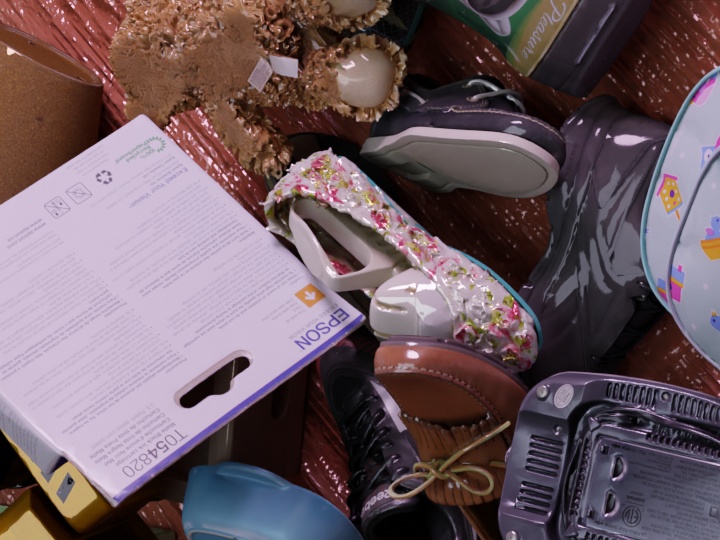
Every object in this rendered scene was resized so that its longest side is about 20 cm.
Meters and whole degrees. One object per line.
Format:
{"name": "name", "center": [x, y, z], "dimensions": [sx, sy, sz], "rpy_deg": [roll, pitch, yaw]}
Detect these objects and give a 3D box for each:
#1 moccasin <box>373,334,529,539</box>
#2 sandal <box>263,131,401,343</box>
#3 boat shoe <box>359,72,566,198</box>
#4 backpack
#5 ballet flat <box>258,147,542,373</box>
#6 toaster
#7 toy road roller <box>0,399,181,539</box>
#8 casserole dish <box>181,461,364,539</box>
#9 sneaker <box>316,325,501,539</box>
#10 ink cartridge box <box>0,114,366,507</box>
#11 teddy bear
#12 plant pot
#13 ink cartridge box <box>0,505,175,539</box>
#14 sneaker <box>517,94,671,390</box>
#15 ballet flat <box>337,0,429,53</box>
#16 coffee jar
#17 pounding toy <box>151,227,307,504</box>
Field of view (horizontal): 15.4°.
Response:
{"name": "moccasin", "center": [0.061, 0.103, 1.470], "dimensions": [0.073, 0.202, 0.078], "rpy_deg": [7, 59, 28]}
{"name": "sandal", "center": [0.000, 0.001, 1.603], "dimensions": [0.202, 0.079, 0.057], "rpy_deg": [58, 140, 19]}
{"name": "boat shoe", "center": [0.061, -0.083, 1.505], "dimensions": [0.068, 0.072, 0.200], "rpy_deg": [-61, 21, -7]}
{"name": "backpack", "center": [0.237, -0.017, 1.350], "dimensions": [0.200, 0.153, 0.177], "rpy_deg": [36, 123, 35]}
{"name": "ballet flat", "center": [0.016, 0.005, 1.501], "dimensions": [0.200, 0.064, 0.076], "rpy_deg": [39, 140, 36]}
{"name": "toaster", "center": [0.180, 0.121, 1.399], "dimensions": [0.199, 0.129, 0.114], "rpy_deg": [10, 89, 32]}
{"name": "toy road roller", "center": [-0.157, 0.124, 1.578], "dimensions": [0.146, 0.123, 0.200], "rpy_deg": [-40, 82, 16]}
{"name": "casserole dish", "center": [-0.040, 0.187, 1.597], "dimensions": [0.121, 0.039, 0.200], "rpy_deg": [11, 147, 32]}
{"name": "sneaker", "center": [0.025, 0.114, 1.578], "dimensions": [0.071, 0.098, 0.201], "rpy_deg": [-50, 63, 34]}
{"name": "ink cartridge box", "center": [-0.133, 0.027, 1.520], "dimensions": [0.200, 0.199, 0.041], "rpy_deg": [42, 148, 22]}
{"name": "teddy bear", "center": [-0.054, -0.133, 1.568], "dimensions": [0.199, 0.067, 0.146], "rpy_deg": [-25, 95, 39]}
{"name": "plant pot", "center": [-0.254, -0.056, 1.763], "dimensions": [0.186, 0.186, 0.201], "rpy_deg": [34, 101, 32]}
{"name": "ink cartridge box", "center": [-0.210, 0.240, 1.826], "dimensions": [0.199, 0.048, 0.147], "rpy_deg": [4, 98, 38]}
{"name": "sneaker", "center": [0.140, 0.008, 1.486], "dimensions": [0.090, 0.076, 0.201], "rpy_deg": [20, 109, 31]}
{"name": "ballet flat", "center": [-0.045, -0.160, 1.619], "dimensions": [0.199, 0.074, 0.075], "rpy_deg": [8, 100, 41]}
{"name": "coffee jar", "center": [0.066, -0.183, 1.466], "dimensions": [0.199, 0.085, 0.105], "rpy_deg": [31, 117, -3]}
{"name": "pounding toy", "center": [-0.128, 0.065, 1.696], "dimensions": [0.183, 0.142, 0.201], "rpy_deg": [12, 105, 24]}
